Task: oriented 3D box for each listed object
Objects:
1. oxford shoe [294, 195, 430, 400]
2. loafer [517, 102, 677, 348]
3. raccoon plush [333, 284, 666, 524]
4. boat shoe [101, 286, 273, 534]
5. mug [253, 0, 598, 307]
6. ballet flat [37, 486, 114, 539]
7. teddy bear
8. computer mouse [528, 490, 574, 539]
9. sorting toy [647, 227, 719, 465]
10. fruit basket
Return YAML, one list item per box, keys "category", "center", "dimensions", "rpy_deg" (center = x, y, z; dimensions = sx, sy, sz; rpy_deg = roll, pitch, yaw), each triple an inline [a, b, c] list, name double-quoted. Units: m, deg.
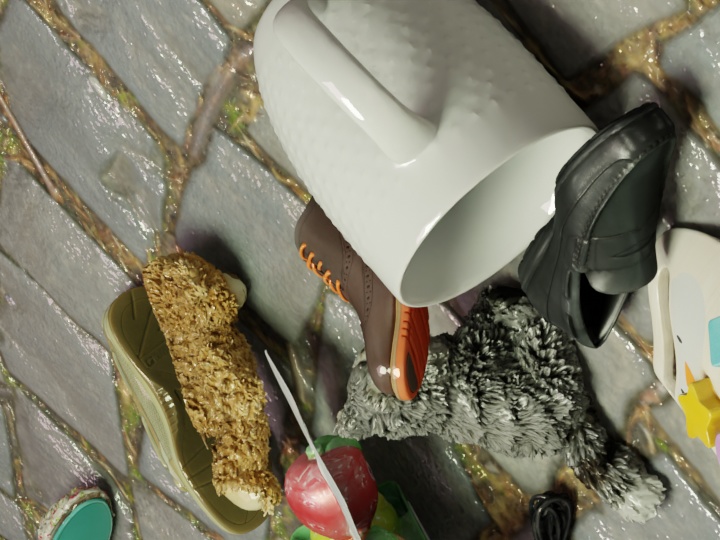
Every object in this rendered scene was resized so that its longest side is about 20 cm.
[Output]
- category: "oxford shoe"
  center: [0.000, 0.000, 1.441]
  dimensions: [0.071, 0.072, 0.201]
  rpy_deg: [77, -175, -46]
- category: "loafer"
  center: [0.142, -0.023, 1.341]
  dimensions: [0.071, 0.068, 0.201]
  rpy_deg: [52, 155, 18]
- category: "raccoon plush"
  center: [0.082, 0.097, 1.463]
  dimensions: [0.200, 0.134, 0.097]
  rpy_deg: [41, 144, 20]
- category: "boat shoe"
  center: [-0.132, 0.108, 1.809]
  dimensions: [0.201, 0.073, 0.063]
  rpy_deg: [57, 158, 0]
- category: "mug"
  center: [0.016, -0.095, 1.335]
  dimensions: [0.176, 0.148, 0.200]
  rpy_deg: [50, -169, 20]
- category: "ballet flat"
  center: [-0.255, 0.245, 2.087]
  dimensions: [0.064, 0.075, 0.201]
  rpy_deg: [51, 147, 36]
- category: "teddy bear"
  center: [-0.094, 0.080, 1.711]
  dimensions: [0.145, 0.066, 0.201]
  rpy_deg: [74, 178, -77]
- category: "computer mouse"
  center: [0.058, 0.229, 1.568]
  dimensions: [0.046, 0.200, 0.141]
  rpy_deg: [38, 151, 36]
- category: "sorting toy"
  center: [0.217, 0.065, 1.326]
  dimensions: [0.180, 0.106, 0.201]
  rpy_deg: [45, 151, 50]
- category: "fruit basket"
  center: [0.001, 0.170, 1.633]
  dimensions: [0.185, 0.093, 0.201]
  rpy_deg: [-122, 12, -54]
